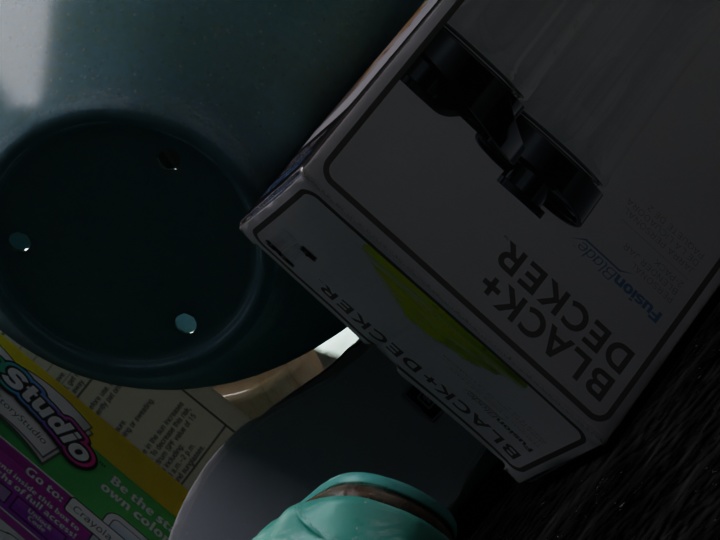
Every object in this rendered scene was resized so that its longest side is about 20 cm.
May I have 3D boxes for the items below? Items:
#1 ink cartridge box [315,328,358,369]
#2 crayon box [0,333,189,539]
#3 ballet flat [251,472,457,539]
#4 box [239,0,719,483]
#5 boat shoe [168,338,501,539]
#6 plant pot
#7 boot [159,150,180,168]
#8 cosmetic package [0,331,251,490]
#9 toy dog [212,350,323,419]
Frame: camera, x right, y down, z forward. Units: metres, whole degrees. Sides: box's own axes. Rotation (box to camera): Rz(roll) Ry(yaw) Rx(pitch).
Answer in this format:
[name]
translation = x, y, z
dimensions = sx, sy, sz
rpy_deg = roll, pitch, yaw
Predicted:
[ink cartridge box]
translation = 0.000, 0.000, 1.192
dimensions = 0.116, 0.068, 0.200
rpy_deg = -51, 29, -13
[crayon box]
translation = -0.123, 0.104, 0.907
dimensions = 0.058, 0.200, 0.173
rpy_deg = -48, 4, 29
[ballet flat]
translation = -0.030, 0.114, 0.789
dimensions = 0.071, 0.067, 0.200
rpy_deg = -67, 9, -26
[box]
translation = 0.072, -0.052, 0.830
dimensions = 0.200, 0.117, 0.060
rpy_deg = -50, 6, -23
[boat shoe]
translation = 0.018, 0.045, 0.917
dimensions = 0.200, 0.071, 0.070
rpy_deg = -50, -12, 5
[plant pot]
translation = -0.062, -0.042, 0.889
dimensions = 0.200, 0.200, 0.135
rpy_deg = -48, 15, 28
[boot]
translation = -0.018, -0.088, 1.052
dimensions = 0.204, 0.073, 0.154
rpy_deg = -45, 2, 11
[cosmetic package]
translation = -0.110, 0.074, 1.047
dimensions = 0.103, 0.200, 0.087
rpy_deg = -51, 3, -24
[toy dog]
translation = -0.087, -0.001, 1.131
dimensions = 0.096, 0.199, 0.132
rpy_deg = -42, -41, -39
